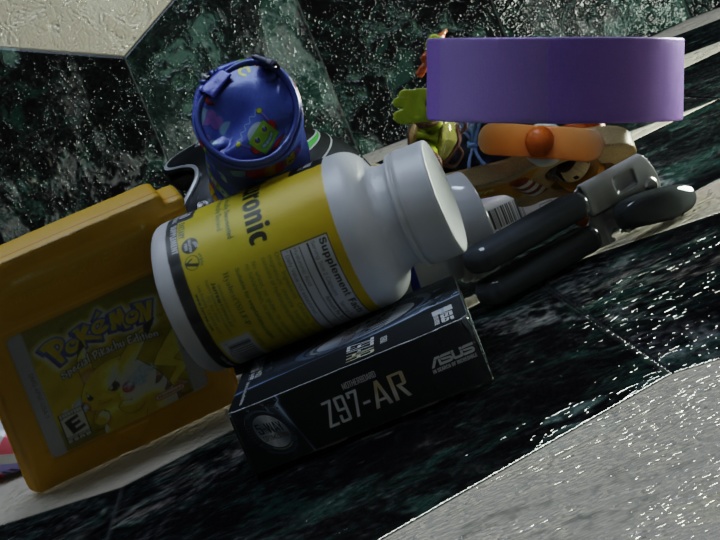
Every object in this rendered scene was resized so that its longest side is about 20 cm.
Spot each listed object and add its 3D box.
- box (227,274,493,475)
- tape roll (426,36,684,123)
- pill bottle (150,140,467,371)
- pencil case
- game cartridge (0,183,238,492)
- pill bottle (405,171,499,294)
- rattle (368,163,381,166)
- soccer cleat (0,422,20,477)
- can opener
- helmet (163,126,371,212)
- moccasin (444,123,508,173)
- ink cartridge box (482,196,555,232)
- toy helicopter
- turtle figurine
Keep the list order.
[{"bbox_3d":[0.000,0.064,1.295,0.160,0.044,0.200,-23,6,4],"label":"box"},{"bbox_3d":[0.151,-0.149,1.550,0.199,0.066,0.200,0,7,0],"label":"tape roll"},{"bbox_3d":[-0.033,-0.014,1.364,0.199,0.112,0.111,-21,7,11],"label":"pill bottle"},{"bbox_3d":[-0.078,-0.089,1.434,0.078,0.087,0.200,-41,-10,-8],"label":"pencil case"},{"bbox_3d":[-0.188,0.049,1.443,0.176,0.201,0.032,-25,40,-14],"label":"game cartridge"},{"bbox_3d":[0.000,0.000,1.512,0.199,0.112,0.112,-23,7,-9],"label":"pill bottle"},{"bbox_3d":[0.016,-0.039,1.855,0.200,0.130,0.143,-36,-40,17],"label":"rattle"},{"bbox_3d":[-0.273,0.113,1.681,0.076,0.067,0.200,1,25,16],"label":"soccer cleat"},{"bbox_3d":[0.164,-0.034,1.499,0.200,0.053,0.066,-26,9,-29],"label":"can opener"},{"bbox_3d":[-0.070,-0.027,1.648,0.199,0.201,0.191,-24,25,-11],"label":"helmet"},{"bbox_3d":[0.108,-0.103,1.795,0.068,0.081,0.200,-9,-17,-27],"label":"moccasin"},{"bbox_3d":[0.123,-0.055,1.829,0.162,0.057,0.200,-25,12,-18],"label":"ink cartridge box"},{"bbox_3d":[0.122,-0.077,1.583,0.199,0.079,0.132,-13,-17,-3],"label":"toy helicopter"},{"bbox_3d":[0.055,-0.104,1.692,0.064,0.201,0.161,17,8,4],"label":"turtle figurine"}]
